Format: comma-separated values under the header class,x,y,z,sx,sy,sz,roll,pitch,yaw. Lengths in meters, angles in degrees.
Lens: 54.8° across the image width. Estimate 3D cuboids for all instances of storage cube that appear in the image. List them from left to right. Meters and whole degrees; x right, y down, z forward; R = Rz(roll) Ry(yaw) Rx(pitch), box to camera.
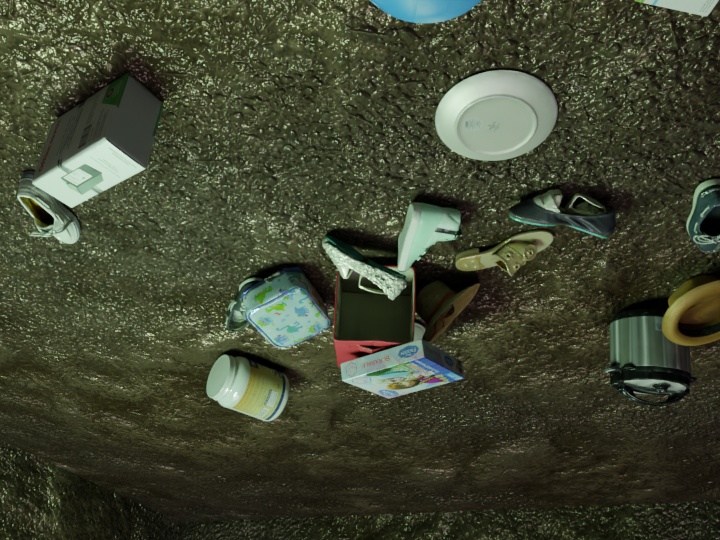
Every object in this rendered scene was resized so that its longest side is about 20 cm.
class,x,y,z,sx,sy,sz,roll,pitch,yaw
storage cube,0.033,0.104,1.521,0.168,0.203,0.180,2,153,2

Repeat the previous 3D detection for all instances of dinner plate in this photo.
class,x,y,z,sx,sy,sz,roll,pitch,yaw
dinner plate,0.220,-0.241,1.130,0.197,0.025,0.201,4,146,3

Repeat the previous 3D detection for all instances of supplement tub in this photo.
class,x,y,z,sx,sy,sz,roll,pitch,yaw
supplement tub,-0.313,0.325,1.935,0.199,0.146,0.144,28,140,-32

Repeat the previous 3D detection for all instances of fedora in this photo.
class,x,y,z,sx,sy,sz,roll,pitch,yaw
fedora,0.724,0.071,1.468,0.198,0.082,0.203,-4,129,-5

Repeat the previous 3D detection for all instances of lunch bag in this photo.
class,x,y,z,sx,sy,sz,roll,pitch,yaw
lunch bag,-0.171,0.088,1.583,0.159,0.083,0.200,-27,143,5

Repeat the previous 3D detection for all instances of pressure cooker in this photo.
class,x,y,z,sx,sy,sz,roll,pitch,yaw
pressure cooker,0.649,0.203,1.566,0.174,0.203,0.178,-10,155,36

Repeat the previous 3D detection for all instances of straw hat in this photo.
class,x,y,z,sx,sy,sz,roll,pitch,yaw
straw hat,0.168,0.075,1.549,0.085,0.200,0.202,44,150,17

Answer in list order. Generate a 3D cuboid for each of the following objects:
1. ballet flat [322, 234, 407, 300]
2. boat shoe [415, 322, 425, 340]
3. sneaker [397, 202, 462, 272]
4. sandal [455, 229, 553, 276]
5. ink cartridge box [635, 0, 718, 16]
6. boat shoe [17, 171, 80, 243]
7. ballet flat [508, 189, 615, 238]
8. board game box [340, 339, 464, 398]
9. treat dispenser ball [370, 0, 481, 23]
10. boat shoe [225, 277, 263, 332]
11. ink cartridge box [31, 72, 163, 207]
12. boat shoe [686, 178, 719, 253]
class,x,y,z,sx,sy,sz,roll,pitch,yaw
ballet flat,0.000,0.000,1.422,0.198,0.072,0.072,28,145,1
boat shoe,0.062,0.155,1.710,0.197,0.075,0.060,-4,-169,-16
sneaker,0.138,-0.054,1.376,0.116,0.075,0.201,5,148,-7
sandal,0.295,-0.016,1.416,0.209,0.070,0.078,-15,142,26
ink cartridge box,0.451,-0.387,0.833,0.197,0.077,0.148,10,146,-6
boat shoe,-0.624,-0.099,1.383,0.073,0.087,0.203,2,146,3
ballet flat,0.375,-0.113,1.275,0.197,0.074,0.073,11,147,1
board game box,0.093,0.215,1.484,0.198,0.042,0.199,-20,150,27
treat dispenser ball,0.075,-0.382,0.770,0.198,0.203,0.202,3,147,2
boat shoe,-0.267,0.085,1.642,0.075,0.061,0.200,16,145,-16
ink cartridge box,-0.431,-0.210,1.140,0.198,0.148,0.084,-18,142,31
boat shoe,0.650,-0.085,1.279,0.074,0.063,0.201,-7,146,13
